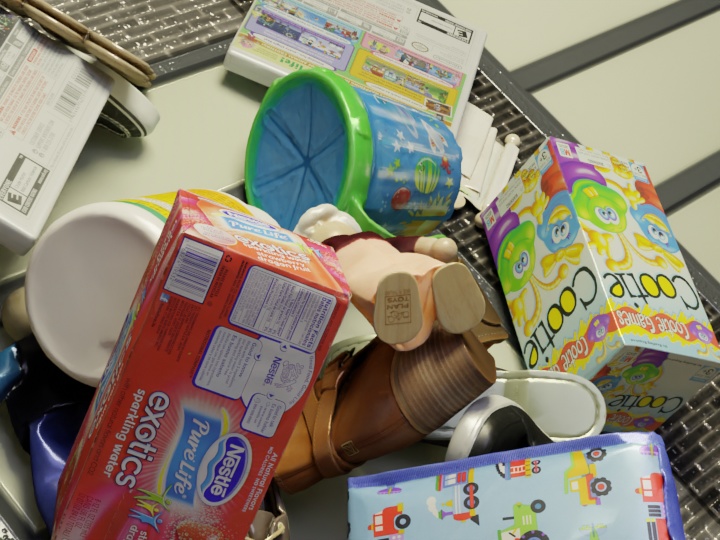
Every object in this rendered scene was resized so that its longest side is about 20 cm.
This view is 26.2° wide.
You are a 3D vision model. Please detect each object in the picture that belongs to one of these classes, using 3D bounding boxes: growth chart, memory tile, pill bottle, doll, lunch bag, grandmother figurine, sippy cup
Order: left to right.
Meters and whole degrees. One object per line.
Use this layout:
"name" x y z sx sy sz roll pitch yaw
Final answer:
"memory tile" -0.241 -0.191 1.139 0.199 0.017 0.153 31 0 -7
"doll" -0.186 0.090 0.966 0.136 0.049 0.201 -2 53 -31
"pill bottle" -0.119 0.005 0.997 0.113 0.113 0.200 41 17 11
"grandmother figurine" 0.000 0.000 0.992 0.121 0.061 0.200 0 12 -19
"sippy cup" 0.002 -0.076 1.171 0.130 0.139 0.179 4 74 -39
"growth chart" 0.046 -0.123 1.309 0.200 0.018 0.145 34 44 3
"lunch bag" 0.098 0.176 0.856 0.094 0.199 0.151 45 35 -46

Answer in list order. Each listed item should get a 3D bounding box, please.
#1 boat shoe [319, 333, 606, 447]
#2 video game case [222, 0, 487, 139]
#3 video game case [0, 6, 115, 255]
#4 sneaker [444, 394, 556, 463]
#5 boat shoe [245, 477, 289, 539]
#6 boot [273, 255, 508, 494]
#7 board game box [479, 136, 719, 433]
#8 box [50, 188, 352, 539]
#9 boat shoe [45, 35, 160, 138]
"boat shoe" 0.069 0.095 1.090 0.200 0.061 0.072 12 70 3
"video game case" 0.001 -0.188 1.316 0.199 0.022 0.182 23 42 -3
"video game case" -0.266 -0.118 1.014 0.181 0.023 0.200 32 35 -15
"sneaker" 0.133 0.142 0.985 0.111 0.200 0.073 20 78 28
"boat shoe" -0.076 0.161 0.954 0.072 0.060 0.201 4 50 -27
"boot" 0.014 0.063 1.020 0.074 0.154 0.200 55 16 -9
"board game box" 0.182 0.013 1.189 0.104 0.103 0.201 11 47 -30
"box" -0.091 0.070 0.853 0.099 0.201 0.096 21 13 -13
"boat shoe" -0.245 -0.138 1.136 0.199 0.071 0.064 27 75 -16
